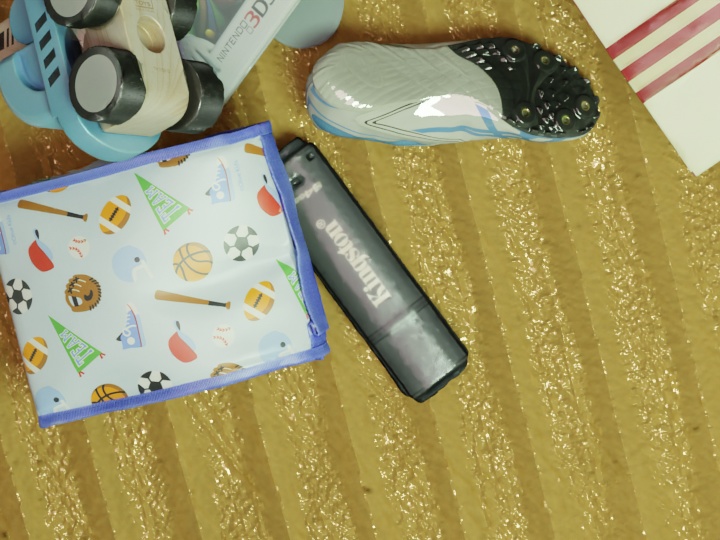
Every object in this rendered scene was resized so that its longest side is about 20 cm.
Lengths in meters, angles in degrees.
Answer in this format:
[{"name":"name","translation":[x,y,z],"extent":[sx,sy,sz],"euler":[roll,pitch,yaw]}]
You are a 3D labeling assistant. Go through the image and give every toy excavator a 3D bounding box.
[{"name":"toy excavator","translation":[-0.210,-0.150,1.420],"extent":[0.199,0.100,0.196],"euler":[-24,75,33]}]

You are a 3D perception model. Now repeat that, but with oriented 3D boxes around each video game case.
[{"name":"video game case","translation":[-0.132,-0.220,1.419],"extent":[0.200,0.023,0.182],"euler":[43,141,-1]}]

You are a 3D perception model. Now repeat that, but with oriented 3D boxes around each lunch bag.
[{"name":"lunch bag","translation":[-0.130,0.000,1.459],"extent":[0.199,0.124,0.171],"euler":[-14,95,16]}]

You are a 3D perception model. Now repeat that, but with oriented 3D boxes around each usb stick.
[{"name":"usb stick","translation":[0.000,0.000,1.487],"extent":[0.055,0.033,0.200],"euler":[-36,93,11]}]

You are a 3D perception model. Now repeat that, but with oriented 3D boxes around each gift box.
[{"name":"gift box","translation":[0.259,-0.176,1.361],"extent":[0.186,0.185,0.200],"euler":[-36,97,19]}]

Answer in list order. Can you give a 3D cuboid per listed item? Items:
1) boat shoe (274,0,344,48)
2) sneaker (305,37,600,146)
[{"name":"boat shoe","translation":[-0.062,-0.252,1.442],"extent":[0.070,0.091,0.201],"euler":[-17,123,9]},{"name":"sneaker","translation":[0.061,-0.116,1.454],"extent":[0.199,0.073,0.072],"euler":[4,71,-6]}]
